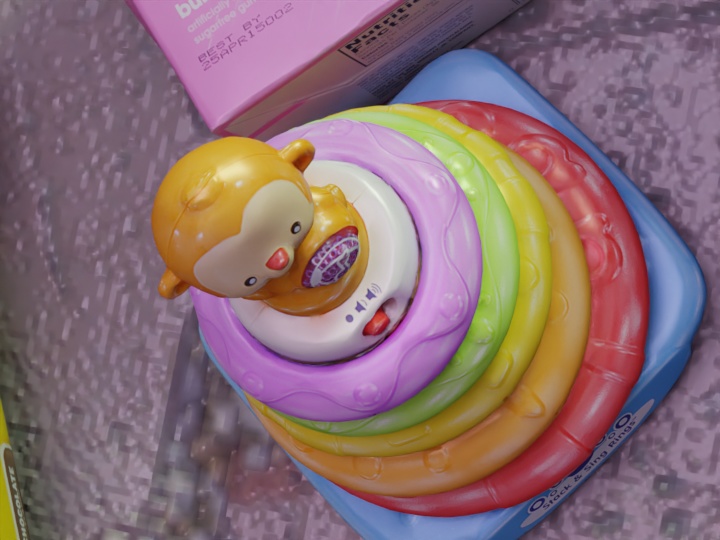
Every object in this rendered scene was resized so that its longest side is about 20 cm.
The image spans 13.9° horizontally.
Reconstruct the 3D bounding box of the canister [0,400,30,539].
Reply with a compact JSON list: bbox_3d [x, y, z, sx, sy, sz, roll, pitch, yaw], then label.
[{"bbox_3d":[-0.165,0.052,0.803,0.148,0.087,0.200,-16,79,15],"label":"canister"}]

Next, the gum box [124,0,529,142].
[{"bbox_3d":[0.014,-0.126,0.779,0.200,0.066,0.114,-34,74,10],"label":"gum box"}]

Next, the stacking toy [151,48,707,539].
[{"bbox_3d":[0.000,0.000,0.695,0.116,0.200,0.110,-45,72,6],"label":"stacking toy"}]
